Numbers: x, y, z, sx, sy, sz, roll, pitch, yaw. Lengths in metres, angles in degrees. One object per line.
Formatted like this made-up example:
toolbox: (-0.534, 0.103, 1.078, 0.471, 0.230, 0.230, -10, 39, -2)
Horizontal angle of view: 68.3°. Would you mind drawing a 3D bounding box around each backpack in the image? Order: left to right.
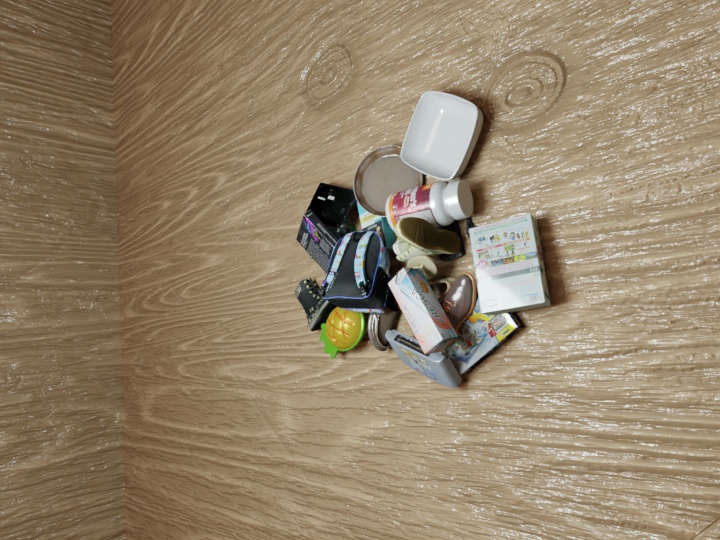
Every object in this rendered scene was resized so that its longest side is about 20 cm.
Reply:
backpack: (0.000, 0.000, 1.437, 0.182, 0.134, 0.201, -3, 64, 36)

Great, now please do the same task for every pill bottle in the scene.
pill bottle: (0.171, -0.159, 1.320, 0.199, 0.109, 0.110, -10, 82, 36)

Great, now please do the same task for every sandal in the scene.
sandal: (0.128, 0.028, 1.361, 0.070, 0.077, 0.212, -60, 8, -22)

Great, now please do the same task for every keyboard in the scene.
keyboard: (0.231, -0.131, 1.356, 0.127, 0.021, 0.201, -23, 73, 42)

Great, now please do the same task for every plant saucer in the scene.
plant saucer: (0.077, -0.243, 1.462, 0.199, 0.032, 0.202, -3, 82, 21)

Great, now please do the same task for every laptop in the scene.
laptop: (-0.080, -0.145, 1.611, 0.177, 0.103, 0.201, 20, 84, 42)

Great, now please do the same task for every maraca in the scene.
maraca: (-0.055, 0.175, 1.564, 0.200, 0.107, 0.138, -42, 54, 35)

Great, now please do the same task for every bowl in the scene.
bowl: (0.214, -0.337, 1.342, 0.200, 0.074, 0.201, 35, 112, 40)

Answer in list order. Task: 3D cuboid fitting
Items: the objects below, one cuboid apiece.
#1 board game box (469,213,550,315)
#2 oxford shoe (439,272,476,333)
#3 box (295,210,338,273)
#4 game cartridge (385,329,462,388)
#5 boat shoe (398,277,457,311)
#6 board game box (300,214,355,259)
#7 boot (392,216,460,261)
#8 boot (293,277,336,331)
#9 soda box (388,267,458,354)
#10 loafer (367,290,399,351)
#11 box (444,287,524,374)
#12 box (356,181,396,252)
board game box: (0.334, -0.011, 1.191, 0.147, 0.064, 0.201, -13, 75, 32)
oxford shoe: (0.216, 0.098, 1.272, 0.071, 0.072, 0.201, 33, 111, 41)
box: (-0.109, -0.068, 1.592, 0.200, 0.036, 0.143, 46, 149, 10)
game cartridge: (0.159, 0.225, 1.343, 0.042, 0.134, 0.199, -45, 37, -21)
boat shoe: (0.167, 0.063, 1.380, 0.200, 0.064, 0.072, -28, 69, 40)
board game box: (-0.107, -0.140, 1.679, 0.200, 0.029, 0.135, -32, 66, 39)
boot: (0.128, -0.070, 1.314, 0.154, 0.199, 0.073, -13, 69, 50)
boot: (-0.133, 0.075, 1.661, 0.154, 0.073, 0.204, 57, 132, 27)
soda box: (0.145, 0.092, 1.247, 0.068, 0.063, 0.201, -47, 59, 36)
loafer: (0.067, 0.123, 1.469, 0.071, 0.073, 0.202, -5, 85, 45)
box: (0.280, 0.139, 1.285, 0.200, 0.038, 0.137, -49, 56, 32)
box: (0.044, -0.145, 1.518, 0.082, 0.049, 0.201, -22, 73, 42)
